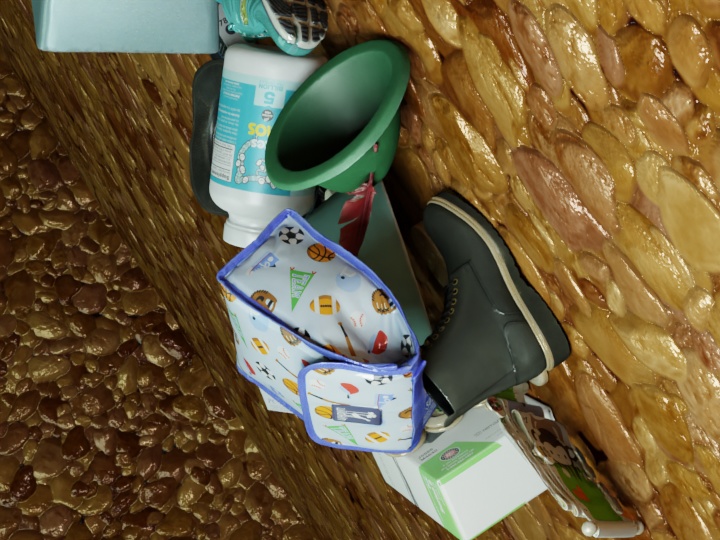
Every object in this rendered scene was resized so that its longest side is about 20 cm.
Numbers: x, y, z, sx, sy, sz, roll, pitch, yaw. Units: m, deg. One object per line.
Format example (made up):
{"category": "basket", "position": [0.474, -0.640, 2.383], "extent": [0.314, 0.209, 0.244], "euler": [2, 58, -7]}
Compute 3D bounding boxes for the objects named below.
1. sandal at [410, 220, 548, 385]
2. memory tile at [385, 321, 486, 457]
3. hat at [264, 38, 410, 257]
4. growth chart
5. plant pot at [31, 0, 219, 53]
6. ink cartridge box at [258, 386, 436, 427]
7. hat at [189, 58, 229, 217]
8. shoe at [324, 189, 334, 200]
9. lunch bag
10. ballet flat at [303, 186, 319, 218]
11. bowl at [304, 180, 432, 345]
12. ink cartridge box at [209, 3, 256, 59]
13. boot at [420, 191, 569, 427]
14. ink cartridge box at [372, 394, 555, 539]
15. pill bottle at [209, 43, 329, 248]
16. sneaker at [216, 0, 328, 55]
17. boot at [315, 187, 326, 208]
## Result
{"category": "sandal", "position": [0.099, 0.048, 1.383], "extent": [0.212, 0.069, 0.078], "euler": [55, 164, 18]}
{"category": "memory tile", "position": [0.053, 0.125, 1.499], "extent": [0.200, 0.153, 0.017], "euler": [39, 156, 58]}
{"category": "hat", "position": [0.019, -0.094, 1.298], "extent": [0.176, 0.199, 0.167], "euler": [40, -138, -33]}
{"category": "growth chart", "position": [0.188, 0.179, 1.307], "extent": [0.200, 0.018, 0.144], "euler": [52, -159, 20]}
{"category": "plant pot", "position": [-0.255, -0.367, 1.471], "extent": [0.196, 0.195, 0.201], "euler": [-113, 26, -52]}
{"category": "ink cartridge box", "position": [-0.004, 0.116, 1.477], "extent": [0.199, 0.094, 0.044], "euler": [4, 128, 32]}
{"category": "hat", "position": [-0.134, -0.155, 1.587], "extent": [0.200, 0.080, 0.202], "euler": [15, 107, 62]}
{"category": "shoe", "position": [-0.024, -0.017, 1.565], "extent": [0.070, 0.053, 0.201], "euler": [119, 147, -56]}
{"category": "lunch bag", "position": [-0.026, 0.073, 1.253], "extent": [0.199, 0.124, 0.170], "euler": [34, 155, 21]}
{"category": "ballet flat", "position": [-0.071, -0.136, 1.499], "extent": [0.074, 0.074, 0.202], "euler": [135, 134, -75]}
{"category": "bowl", "position": [0.000, 0.000, 1.432], "extent": [0.201, 0.104, 0.202], "euler": [-19, -90, -90]}
{"category": "ink cartridge box", "position": [-0.145, -0.252, 1.671], "extent": [0.201, 0.039, 0.099], "euler": [59, 166, 4]}
{"category": "boot", "position": [0.083, 0.033, 1.273], "extent": [0.200, 0.138, 0.078], "euler": [53, 164, 23]}
{"category": "ink cartridge box", "position": [0.110, 0.189, 1.465], "extent": [0.084, 0.145, 0.200], "euler": [65, 163, -20]}
{"category": "pill bottle", "position": [-0.095, -0.125, 1.397], "extent": [0.111, 0.110, 0.202], "euler": [31, 116, 60]}
{"category": "sneaker", "position": [-0.095, -0.263, 1.375], "extent": [0.080, 0.077, 0.200], "euler": [-62, 38, 22]}
{"category": "boot", "position": [-0.094, -0.108, 1.708], "extent": [0.200, 0.069, 0.174], "euler": [42, 166, -9]}
